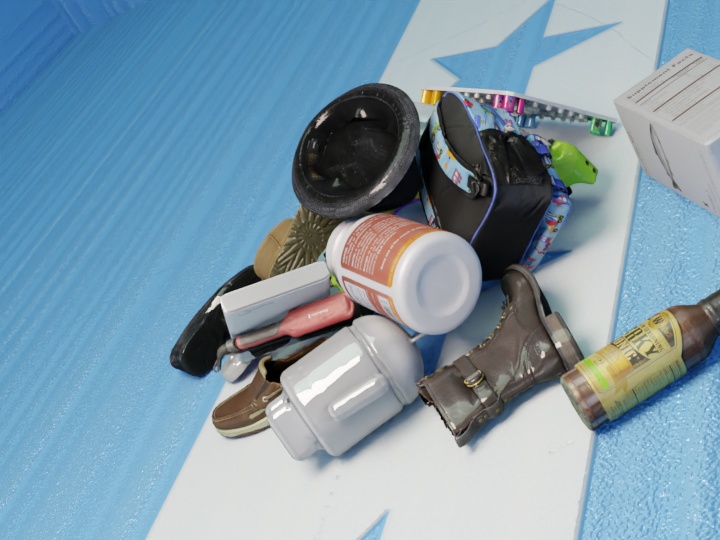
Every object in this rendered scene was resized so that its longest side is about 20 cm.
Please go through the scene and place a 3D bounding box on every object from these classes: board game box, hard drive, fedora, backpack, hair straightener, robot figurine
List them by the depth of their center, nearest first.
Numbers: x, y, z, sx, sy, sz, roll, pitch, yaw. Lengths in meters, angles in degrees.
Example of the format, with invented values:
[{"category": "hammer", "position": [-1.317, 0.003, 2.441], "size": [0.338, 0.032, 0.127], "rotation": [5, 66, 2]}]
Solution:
[{"category": "robot figurine", "position": [-0.010, 0.128, 1.248], "size": [0.199, 0.113, 0.170], "rotation": [-35, 12, -5]}, {"category": "backpack", "position": [0.144, -0.107, 1.326], "size": [0.133, 0.184, 0.201], "rotation": [-1, 49, -20]}, {"category": "fedora", "position": [0.011, -0.130, 1.350], "size": [0.199, 0.091, 0.202], "rotation": [-22, 52, 30]}, {"category": "hair straightener", "position": [-0.090, 0.084, 1.364], "size": [0.198, 0.077, 0.041], "rotation": [-25, 70, 9]}, {"category": "hard drive", "position": [-0.101, 0.055, 1.381], "size": [0.131, 0.200, 0.027], "rotation": [-20, 70, -8]}, {"category": "board game box", "position": [0.212, -0.217, 1.513], "size": [0.199, 0.198, 0.026], "rotation": [18, 99, 56]}]

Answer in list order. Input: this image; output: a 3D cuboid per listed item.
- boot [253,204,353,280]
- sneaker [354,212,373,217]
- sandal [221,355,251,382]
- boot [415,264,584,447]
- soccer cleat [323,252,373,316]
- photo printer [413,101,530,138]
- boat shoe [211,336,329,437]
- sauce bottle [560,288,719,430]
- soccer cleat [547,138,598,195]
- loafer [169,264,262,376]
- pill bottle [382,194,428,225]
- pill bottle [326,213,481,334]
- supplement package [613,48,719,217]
[{"category": "boot", "position": [-0.083, -0.053, 1.510], "size": [0.176, 0.066, 0.200], "rotation": [-53, 12, 0]}, {"category": "sneaker", "position": [-0.014, -0.102, 1.579], "size": [0.070, 0.081, 0.200], "rotation": [-21, 6, 11]}, {"category": "sandal", "position": [-0.116, 0.074, 1.521], "size": [0.203, 0.050, 0.082], "rotation": [-52, 15, -6]}, {"category": "boot", "position": [0.136, 0.088, 1.207], "size": [0.173, 0.070, 0.200], "rotation": [-31, 30, 4]}, {"category": "soccer cleat", "position": [0.000, 0.000, 1.476], "size": [0.081, 0.068, 0.200], "rotation": [-30, 25, 6]}, {"category": "photo printer", "position": [0.114, -0.188, 1.537], "size": [0.166, 0.198, 0.070], "rotation": [23, 102, 56]}, {"category": "boat shoe", "position": [-0.106, 0.137, 1.376], "size": [0.201, 0.075, 0.075], "rotation": [-26, 28, 13]}, {"category": "sauce bottle", "position": [0.289, 0.076, 1.071], "size": [0.199, 0.065, 0.065], "rotation": [-33, 28, 0]}, {"category": "soccer cleat", "position": [0.218, -0.097, 1.421], "size": [0.200, 0.081, 0.068], "rotation": [-33, 30, 52]}, {"category": "loafer", "position": [-0.205, 0.064, 1.602], "size": [0.072, 0.073, 0.200], "rotation": [0, 42, 53]}, {"category": "pill bottle", "position": [0.075, -0.084, 1.502], "size": [0.104, 0.105, 0.201], "rotation": [-28, 28, 9]}, {"category": "pill bottle", "position": [0.041, -0.004, 1.262], "size": [0.112, 0.113, 0.200], "rotation": [-41, 28, -14]}, {"category": "supplement package", "position": [0.399, -0.155, 1.260], "size": [0.117, 0.117, 0.200], "rotation": [-34, 27, -2]}]
